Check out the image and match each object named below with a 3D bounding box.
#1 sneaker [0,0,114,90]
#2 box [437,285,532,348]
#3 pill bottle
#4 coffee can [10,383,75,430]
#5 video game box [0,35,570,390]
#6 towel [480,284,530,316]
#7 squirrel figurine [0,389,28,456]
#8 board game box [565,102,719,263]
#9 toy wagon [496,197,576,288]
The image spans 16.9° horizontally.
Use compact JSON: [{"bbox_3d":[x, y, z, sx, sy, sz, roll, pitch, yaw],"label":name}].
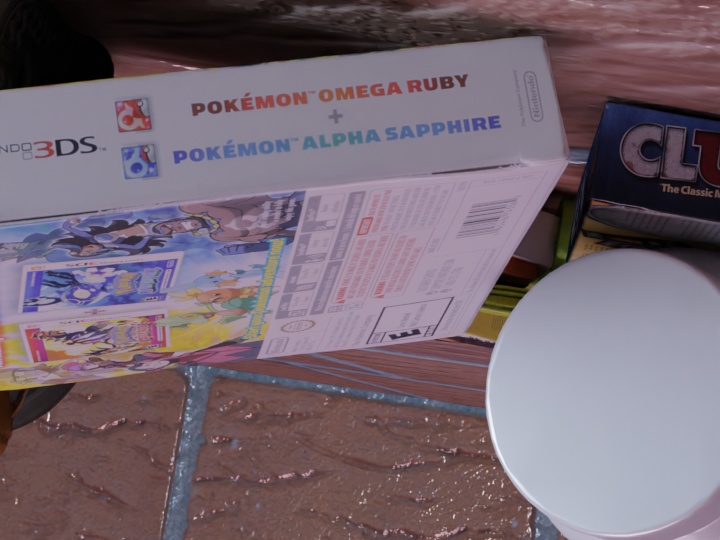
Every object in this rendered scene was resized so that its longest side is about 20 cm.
[{"bbox_3d":[-0.148,-0.056,0.820,0.114,0.077,0.199,11,172,9],"label":"sneaker"},{"bbox_3d":[0.020,0.003,1.259,0.075,0.050,0.200,6,173,39],"label":"box"},{"bbox_3d":[0.122,0.055,0.866,0.115,0.116,0.200,8,174,25],"label":"pill bottle"},{"bbox_3d":[-0.251,0.018,1.411,0.146,0.147,0.200,12,175,-24],"label":"coffee can"},{"bbox_3d":[-0.042,-0.012,0.775,0.181,0.047,0.200,-9,165,-10],"label":"video game box"},{"bbox_3d":[0.000,0.000,1.032,0.199,0.018,0.086,10,180,-13],"label":"towel"},{"bbox_3d":[-0.236,0.010,1.120,0.200,0.141,0.187,45,-167,-33],"label":"squirrel figurine"},{"bbox_3d":[0.146,-0.017,0.878,0.135,0.035,0.200,10,175,3],"label":"board game box"},{"bbox_3d":[0.017,-0.023,1.040,0.155,0.040,0.200,10,175,-2],"label":"toy wagon"}]
